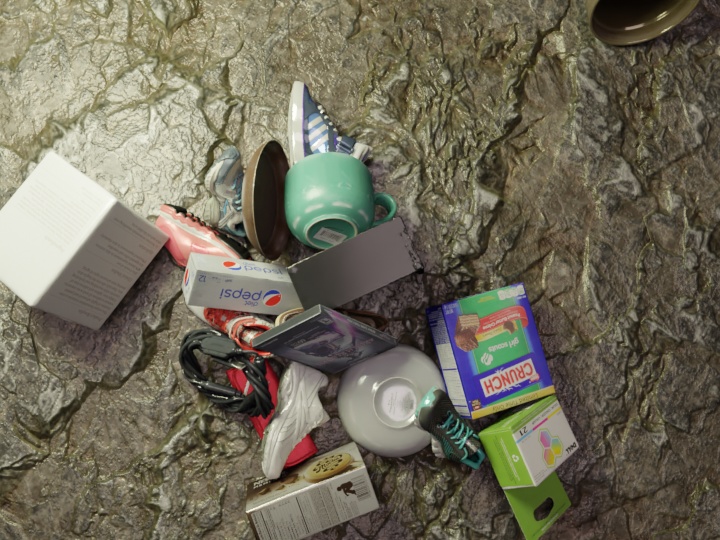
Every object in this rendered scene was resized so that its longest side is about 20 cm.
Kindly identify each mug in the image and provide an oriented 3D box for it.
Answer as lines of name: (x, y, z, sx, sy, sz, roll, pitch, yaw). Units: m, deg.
mug: (-0.036, -0.108, 1.079, 0.184, 0.152, 0.115, -10, 55, 8)

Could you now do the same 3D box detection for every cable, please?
cable: (-0.221, 0.172, 1.058, 0.051, 0.200, 0.163, -49, 131, -41)

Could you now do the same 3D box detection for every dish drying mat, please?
dish drying mat: (-0.155, 0.245, 1.112, 0.077, 0.018, 0.200, -29, 86, -9)

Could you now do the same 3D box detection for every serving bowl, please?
serving bowl: (0.060, 0.225, 1.109, 0.199, 0.066, 0.201, 1, 83, -6)

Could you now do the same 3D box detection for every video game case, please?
video game case: (-0.053, 0.116, 1.031, 0.143, 0.200, 0.019, -28, 54, 28)

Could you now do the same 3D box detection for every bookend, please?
bookend: (0.000, 0.000, 1.084, 0.200, 0.199, 0.092, -24, 86, 4)

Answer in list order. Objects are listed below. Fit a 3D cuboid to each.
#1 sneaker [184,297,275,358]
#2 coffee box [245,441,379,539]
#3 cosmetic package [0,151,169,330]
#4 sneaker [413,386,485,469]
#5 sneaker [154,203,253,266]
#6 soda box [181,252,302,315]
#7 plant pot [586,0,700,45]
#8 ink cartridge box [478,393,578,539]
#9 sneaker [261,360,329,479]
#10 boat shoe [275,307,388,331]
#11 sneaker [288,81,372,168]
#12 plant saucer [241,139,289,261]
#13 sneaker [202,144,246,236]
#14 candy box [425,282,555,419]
sneaker: (-0.213, 0.082, 1.080, 0.201, 0.108, 0.067, 31, 88, -1)
coffee box: (-0.082, 0.369, 1.050, 0.200, 0.113, 0.080, -20, 97, -6)
cosmetic package: (-0.458, -0.043, 1.027, 0.166, 0.167, 0.200, 33, 81, 20)
sneaker: (0.154, 0.261, 1.047, 0.091, 0.200, 0.078, 23, 66, 39)
sneaker: (-0.276, -0.034, 1.122, 0.200, 0.074, 0.087, 33, 97, 2)
soda box: (-0.189, 0.026, 1.065, 0.200, 0.063, 0.068, 8, 115, -29)
plant pot: (0.512, -0.557, 1.195, 0.199, 0.200, 0.174, -2, 68, -5)
ink cartridge box: (0.305, 0.332, 1.078, 0.148, 0.076, 0.200, -20, 84, -42)
sneaker: (-0.103, 0.255, 1.074, 0.099, 0.078, 0.201, 19, 79, -11)
boat shoe: (-0.043, 0.090, 1.074, 0.200, 0.072, 0.072, 8, 64, -30)
sneaker: (-0.053, -0.240, 1.157, 0.146, 0.081, 0.201, -1, 80, -13)
plant saucer: (-0.157, -0.117, 1.072, 0.032, 0.200, 0.201, 3, 82, 11)
sneaker: (-0.204, -0.128, 1.068, 0.086, 0.200, 0.078, 32, 60, 4)
candy box: (0.224, 0.139, 1.114, 0.169, 0.077, 0.201, -13, 86, -19)
